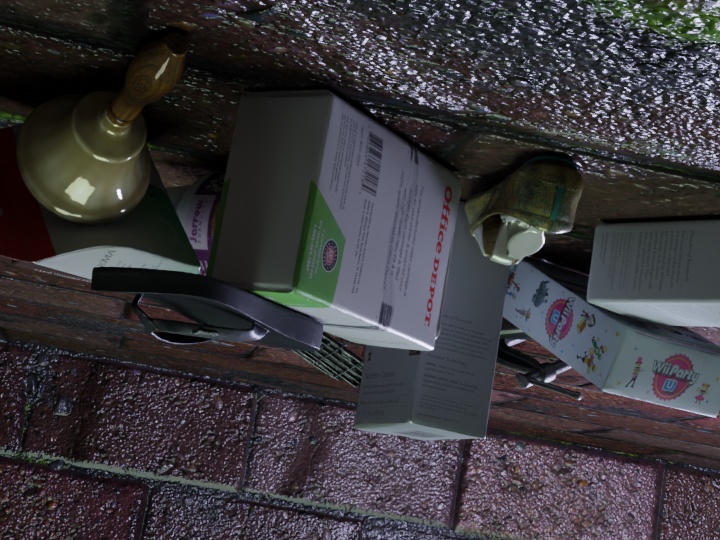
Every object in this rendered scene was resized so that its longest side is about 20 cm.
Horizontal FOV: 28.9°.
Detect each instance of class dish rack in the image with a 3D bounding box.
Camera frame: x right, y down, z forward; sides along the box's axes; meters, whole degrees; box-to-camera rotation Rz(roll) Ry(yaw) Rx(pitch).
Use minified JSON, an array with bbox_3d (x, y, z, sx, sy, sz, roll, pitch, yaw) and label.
[{"bbox_3d":[0.000,0.039,1.367,0.153,0.055,0.200,38,139,-17],"label":"dish rack"}]

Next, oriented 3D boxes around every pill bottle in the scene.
[{"bbox_3d":[-0.090,-0.031,1.205,0.199,0.113,0.112,2,167,32],"label":"pill bottle"}]

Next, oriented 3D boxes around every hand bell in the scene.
[{"bbox_3d":[-0.163,-0.112,0.968,0.104,0.104,0.200,14,157,-24],"label":"hand bell"}]

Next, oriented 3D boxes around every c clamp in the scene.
[{"bbox_3d":[0.220,0.092,1.539,0.171,0.027,0.200,17,-155,37],"label":"c clamp"}]

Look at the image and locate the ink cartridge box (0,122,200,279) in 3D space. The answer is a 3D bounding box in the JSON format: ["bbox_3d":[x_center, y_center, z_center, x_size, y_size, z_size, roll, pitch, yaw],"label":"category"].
[{"bbox_3d":[-0.233,-0.064,1.078,0.200,0.161,0.050,21,120,-43],"label":"ink cartridge box"}]

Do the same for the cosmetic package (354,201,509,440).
[{"bbox_3d":[0.066,0.046,1.232,0.081,0.201,0.113,13,166,-25],"label":"cosmetic package"}]

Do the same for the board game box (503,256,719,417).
[{"bbox_3d":[0.234,0.058,1.318,0.147,0.064,0.200,15,-168,-31],"label":"board game box"}]

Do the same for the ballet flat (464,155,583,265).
[{"bbox_3d":[0.122,-0.038,1.104,0.070,0.071,0.200,11,170,-9],"label":"ballet flat"}]

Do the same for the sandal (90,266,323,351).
[{"bbox_3d":[-0.098,0.035,0.959,0.076,0.043,0.200,2,166,42],"label":"sandal"}]

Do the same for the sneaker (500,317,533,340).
[{"bbox_3d":[0.150,0.051,1.522,0.200,0.075,0.106,1,167,34],"label":"sneaker"}]

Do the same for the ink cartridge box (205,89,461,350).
[{"bbox_3d":[-0.014,-0.032,1.037,0.084,0.146,0.200,3,167,32],"label":"ink cartridge box"}]

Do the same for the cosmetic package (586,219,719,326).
[{"bbox_3d":[0.298,0.003,1.147,0.200,0.072,0.101,0,167,44],"label":"cosmetic package"}]

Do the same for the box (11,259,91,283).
[{"bbox_3d":[-0.290,-0.037,1.459,0.100,0.075,0.200,14,170,-25],"label":"box"}]
